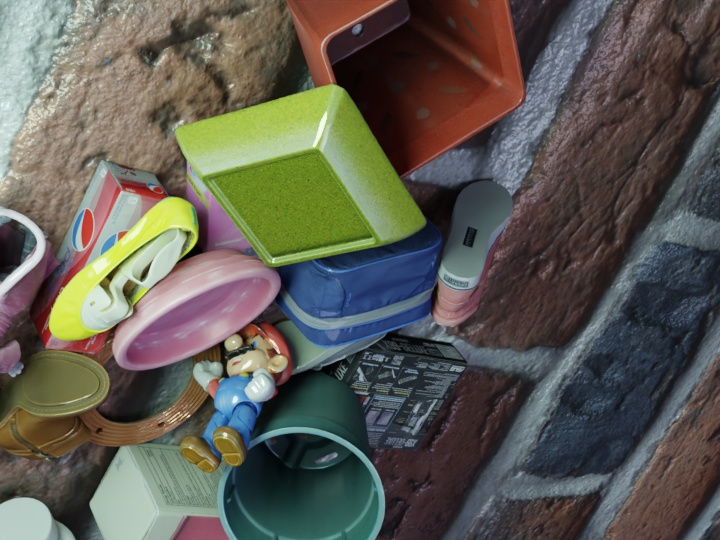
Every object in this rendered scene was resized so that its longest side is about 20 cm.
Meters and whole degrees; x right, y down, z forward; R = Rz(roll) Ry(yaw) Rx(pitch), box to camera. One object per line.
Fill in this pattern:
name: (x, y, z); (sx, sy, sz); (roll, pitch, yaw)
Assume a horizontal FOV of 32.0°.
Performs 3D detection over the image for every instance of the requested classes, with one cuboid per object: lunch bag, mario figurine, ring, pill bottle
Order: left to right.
pill bottle: (-0.390, 0.372, 1.518); (0.118, 0.120, 0.202); (-24, 135, -17)
ring: (-0.259, 0.126, 1.485); (0.198, 0.019, 0.202); (-21, 134, -22)
mario figurine: (-0.149, 0.128, 1.444); (0.121, 0.201, 0.107); (11, 132, 10)
lunch bag: (0.000, 0.000, 1.481); (0.198, 0.136, 0.134); (-14, 132, -28)

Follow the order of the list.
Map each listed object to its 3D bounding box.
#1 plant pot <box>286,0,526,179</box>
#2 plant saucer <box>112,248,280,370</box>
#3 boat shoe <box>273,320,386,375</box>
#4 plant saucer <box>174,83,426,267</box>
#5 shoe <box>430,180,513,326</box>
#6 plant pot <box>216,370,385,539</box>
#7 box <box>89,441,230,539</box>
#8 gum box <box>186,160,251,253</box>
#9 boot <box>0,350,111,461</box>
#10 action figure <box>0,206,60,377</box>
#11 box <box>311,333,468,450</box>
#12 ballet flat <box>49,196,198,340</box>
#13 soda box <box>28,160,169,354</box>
plant pot: (0.028, -0.239, 1.274); (0.198, 0.177, 0.201); (-31, 136, -10)
plant saucer: (-0.184, 0.038, 1.371); (0.199, 0.051, 0.201); (-28, 164, -9)
boat shoe: (-0.047, 0.094, 1.572); (0.198, 0.071, 0.072); (-23, 147, -10)
plant saucer: (-0.063, -0.076, 1.247); (0.197, 0.048, 0.200); (-11, 135, 28)
shoe: (0.133, -0.022, 1.556); (0.201, 0.071, 0.092); (-64, 171, -46)
plant pot: (-0.067, 0.235, 1.550); (0.197, 0.197, 0.203); (0, 112, 1)
box: (-0.218, 0.304, 1.580); (0.198, 0.128, 0.110); (13, 117, -41)
gum box: (-0.090, -0.098, 1.385); (0.197, 0.066, 0.115); (-14, 132, -26)
boot: (-0.333, 0.156, 1.378); (0.197, 0.075, 0.155); (-6, 149, 19)
action figure: (-0.365, 0.046, 1.241); (0.133, 0.148, 0.203); (27, 79, -28)
box: (0.033, 0.165, 1.705); (0.198, 0.050, 0.159); (10, 118, -40)
ballet flat: (-0.238, 0.009, 1.273); (0.200, 0.067, 0.067); (-44, 135, 5)
soda box: (-0.276, -0.011, 1.326); (0.069, 0.063, 0.202); (12, 116, -41)
